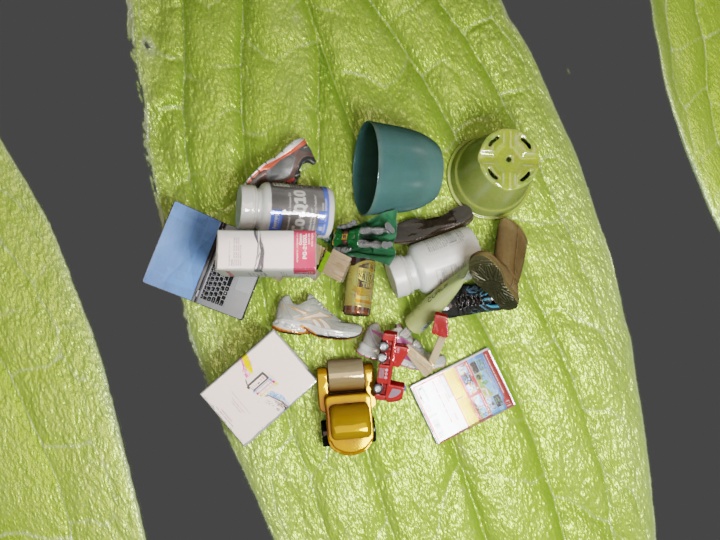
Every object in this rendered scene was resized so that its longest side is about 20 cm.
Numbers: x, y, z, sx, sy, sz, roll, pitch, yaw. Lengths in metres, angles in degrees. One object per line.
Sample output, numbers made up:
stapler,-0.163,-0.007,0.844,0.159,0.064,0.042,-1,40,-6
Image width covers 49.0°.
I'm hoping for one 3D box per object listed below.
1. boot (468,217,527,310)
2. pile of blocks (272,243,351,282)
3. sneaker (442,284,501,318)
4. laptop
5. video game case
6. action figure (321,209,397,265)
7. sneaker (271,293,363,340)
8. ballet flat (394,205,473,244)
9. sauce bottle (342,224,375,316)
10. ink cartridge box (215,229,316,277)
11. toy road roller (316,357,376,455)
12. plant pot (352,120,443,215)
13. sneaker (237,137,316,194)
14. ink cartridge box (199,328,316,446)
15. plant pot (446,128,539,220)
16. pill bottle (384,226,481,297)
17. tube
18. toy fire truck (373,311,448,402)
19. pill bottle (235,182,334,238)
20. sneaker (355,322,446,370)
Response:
boot,0.297,-0.038,1.696,0.175,0.066,0.201,54,39,-34
pile of blocks,-0.115,-0.015,1.729,0.199,0.062,0.083,2,84,7
sneaker,0.251,0.061,1.748,0.199,0.082,0.074,-10,87,-4
laptop,-0.323,-0.021,1.687,0.199,0.116,0.188,18,84,22
video game case,0.227,0.278,1.759,0.199,0.017,0.144,-25,87,-6
action figure,-0.009,-0.069,1.700,0.055,0.199,0.119,22,74,-43
sneaker,-0.090,0.099,1.723,0.199,0.076,0.093,9,80,-5
ballet flat,0.159,-0.094,1.774,0.199,0.046,0.068,-18,53,-4
sauce bottle,0.000,0.000,1.741,0.066,0.066,0.201,5,83,-4
ink cartridge box,-0.190,-0.033,1.620,0.199,0.145,0.085,0,84,-3
toy road roller,-0.025,0.288,1.672,0.122,0.146,0.201,-4,85,-5
plant pot,0.085,-0.216,1.709,0.160,0.200,0.202,2,85,-16
sneaker,-0.180,-0.206,1.743,0.200,0.077,0.082,-40,95,-6
ink cartridge box,-0.209,0.241,1.661,0.200,0.147,0.145,-41,89,-7
plant pot,0.303,-0.224,1.727,0.199,0.184,0.202,0,84,-5
pill bottle,0.160,-0.013,1.731,0.199,0.114,0.115,-19,87,-6
tube,0.171,0.057,1.686,0.052,0.200,0.058,13,44,-35
toy fire truck,0.107,0.182,1.658,0.140,0.049,0.201,8,96,5
pill bottle,-0.163,-0.130,1.697,0.199,0.114,0.114,2,85,-17
sneaker,0.094,0.165,1.726,0.199,0.081,0.089,14,85,-4
